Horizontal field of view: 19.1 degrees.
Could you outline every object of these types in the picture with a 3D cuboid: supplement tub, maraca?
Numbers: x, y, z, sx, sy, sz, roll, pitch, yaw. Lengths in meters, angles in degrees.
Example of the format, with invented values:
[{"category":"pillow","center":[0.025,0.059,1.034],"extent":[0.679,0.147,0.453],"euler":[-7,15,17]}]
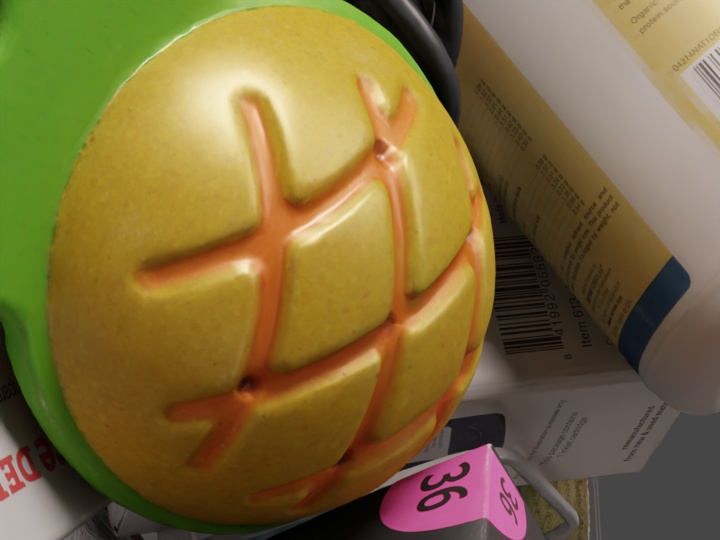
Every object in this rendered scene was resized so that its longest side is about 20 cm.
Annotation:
[{"category":"supplement tub","center":[0.094,-0.072,0.674],"extent":[0.201,0.144,0.144],"euler":[52,12,18]},{"category":"maraca","center":[-0.038,-0.011,0.525],"extent":[0.200,0.106,0.138],"euler":[40,73,-45]}]

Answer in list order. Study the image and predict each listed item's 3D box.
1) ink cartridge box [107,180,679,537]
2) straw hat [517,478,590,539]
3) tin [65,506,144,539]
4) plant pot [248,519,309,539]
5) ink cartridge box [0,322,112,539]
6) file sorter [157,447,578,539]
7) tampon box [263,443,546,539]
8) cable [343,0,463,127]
[{"category":"ink cartridge box","center":[0.000,0.000,0.743],"extent":[0.085,0.198,0.146],"euler":[112,-32,-56]},{"category":"straw hat","center":[0.034,0.153,0.951],"extent":[0.201,0.084,0.203],"euler":[-169,-90,-83]},{"category":"tin","center":[-0.086,0.134,0.703],"extent":[0.201,0.042,0.113],"euler":[55,23,-34]},{"category":"plant pot","center":[0.008,-0.003,0.917],"extent":[0.198,0.199,0.196],"euler":[66,16,8]},{"category":"ink cartridge box","center":[-0.147,-0.005,0.526],"extent":[0.201,0.084,0.146],"euler":[63,13,-1]},{"category":"file sorter","center":[0.029,0.179,0.718],"extent":[0.139,0.123,0.202],"euler":[46,29,-63]},{"category":"tampon box","center":[-0.028,0.163,0.539],"extent":[0.127,0.199,0.150],"euler":[59,16,-18]},{"category":"cable","center":[-0.048,-0.076,0.611],"extent":[0.200,0.163,0.051],"euler":[43,27,-7]}]
